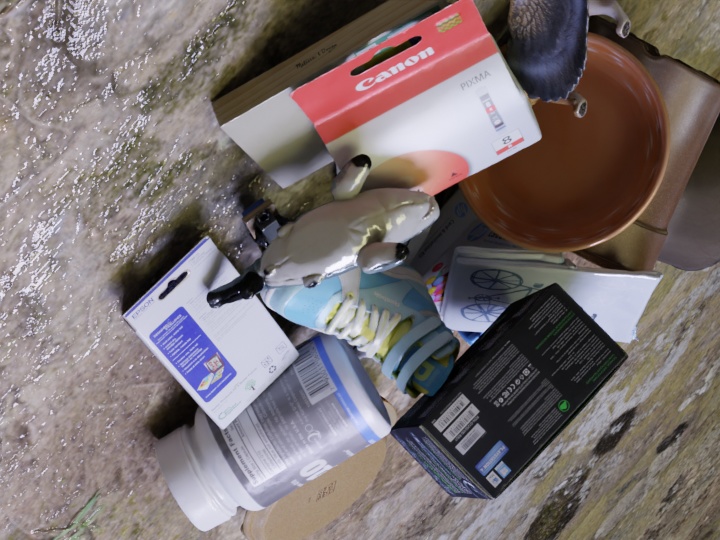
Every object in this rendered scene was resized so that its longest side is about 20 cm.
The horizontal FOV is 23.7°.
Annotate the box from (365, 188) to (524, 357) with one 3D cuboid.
[{"bbox_3d":[0.081,0.008,1.705,0.200,0.041,0.156,-48,154,19],"label":"box"}]

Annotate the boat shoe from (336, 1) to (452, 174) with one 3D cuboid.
[{"bbox_3d":[0.042,-0.138,1.464,0.075,0.062,0.201,-6,132,-50],"label":"boat shoe"}]

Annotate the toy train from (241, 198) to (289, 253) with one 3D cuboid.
[{"bbox_3d":[-0.066,-0.009,1.501,0.034,0.046,0.200,-34,152,-6],"label":"toy train"}]

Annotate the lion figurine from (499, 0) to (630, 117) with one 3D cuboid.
[{"bbox_3d":[0.163,-0.210,1.518,0.201,0.122,0.073,-57,145,-13],"label":"lion figurine"}]

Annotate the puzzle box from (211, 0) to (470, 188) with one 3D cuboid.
[{"bbox_3d":[-0.005,-0.145,1.359,0.199,0.026,0.133,-28,153,9],"label":"puzzle box"}]

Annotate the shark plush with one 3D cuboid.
[{"bbox_3d":[-0.029,-0.007,1.389,0.199,0.091,0.083,-37,170,10],"label":"shark plush"}]

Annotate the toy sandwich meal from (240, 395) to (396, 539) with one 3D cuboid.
[{"bbox_3d":[-0.052,0.198,1.774,0.204,0.070,0.206,-33,153,-19],"label":"toy sandwich meal"}]

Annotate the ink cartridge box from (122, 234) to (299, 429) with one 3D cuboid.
[{"bbox_3d":[-0.132,0.047,1.465,0.099,0.039,0.200,-42,142,-9],"label":"ink cartridge box"}]

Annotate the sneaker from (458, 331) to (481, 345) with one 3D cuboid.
[{"bbox_3d":[0.150,0.057,1.879,0.104,0.076,0.201,-27,141,-11],"label":"sneaker"}]

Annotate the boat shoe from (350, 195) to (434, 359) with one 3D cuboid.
[{"bbox_3d":[0.000,0.000,1.595,0.069,0.071,0.201,7,128,-28],"label":"boat shoe"}]

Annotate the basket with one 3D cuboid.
[{"bbox_3d":[0.319,-0.086,1.819,0.199,0.135,0.182,-4,104,-57],"label":"basket"}]

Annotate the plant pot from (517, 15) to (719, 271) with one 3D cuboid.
[{"bbox_3d":[0.239,-0.124,1.644,0.200,0.200,0.199,8,113,-57],"label":"plant pot"}]

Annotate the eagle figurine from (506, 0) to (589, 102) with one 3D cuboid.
[{"bbox_3d":[0.130,-0.251,1.385,0.152,0.150,0.200,-57,142,-4],"label":"eagle figurine"}]

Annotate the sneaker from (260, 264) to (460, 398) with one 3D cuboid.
[{"bbox_3d":[0.013,0.049,1.485,0.199,0.131,0.080,7,129,-46],"label":"sneaker"}]

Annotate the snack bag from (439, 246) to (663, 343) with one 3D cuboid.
[{"bbox_3d":[0.179,0.024,1.629,0.189,0.198,0.022,92,2,-68],"label":"snack bag"}]

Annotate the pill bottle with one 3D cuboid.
[{"bbox_3d":[-0.081,0.149,1.575,0.199,0.114,0.114,-31,153,5],"label":"pill bottle"}]

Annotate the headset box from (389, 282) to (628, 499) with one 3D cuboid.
[{"bbox_3d":[0.124,0.112,1.529,0.174,0.093,0.200,-45,-179,-11],"label":"headset box"}]

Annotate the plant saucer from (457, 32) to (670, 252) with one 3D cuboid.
[{"bbox_3d":[0.181,-0.115,1.552,0.201,0.200,0.037,-50,163,7],"label":"plant saucer"}]

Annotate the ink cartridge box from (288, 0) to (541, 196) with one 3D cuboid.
[{"bbox_3d":[0.049,-0.122,1.361,0.161,0.050,0.200,-27,158,7],"label":"ink cartridge box"}]
